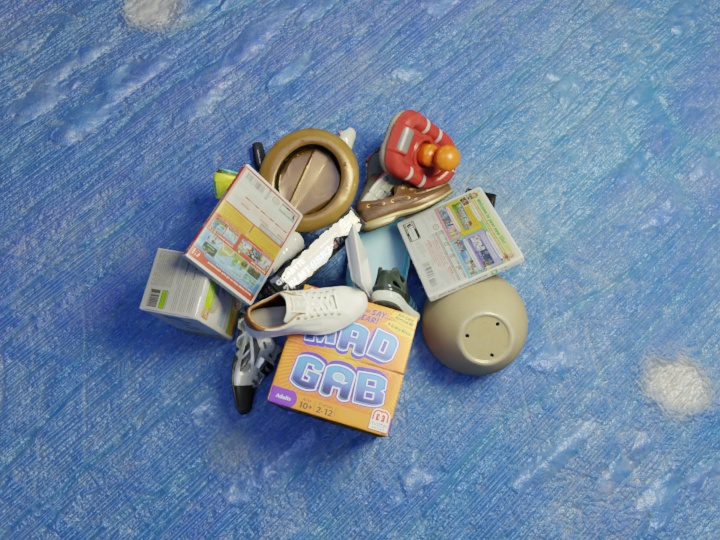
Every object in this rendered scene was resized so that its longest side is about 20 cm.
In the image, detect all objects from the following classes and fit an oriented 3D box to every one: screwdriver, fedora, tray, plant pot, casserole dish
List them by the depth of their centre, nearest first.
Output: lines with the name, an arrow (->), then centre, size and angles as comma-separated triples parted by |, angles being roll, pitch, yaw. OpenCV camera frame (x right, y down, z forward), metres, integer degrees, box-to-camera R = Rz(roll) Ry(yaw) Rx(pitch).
tray -> 0.000, 0.000, 0.975 | 0.022, 0.200, 0.108 | -12, 74, 4
plant pot -> 0.216, 0.107, 1.010 | 0.199, 0.134, 0.201 | 0, 98, 1
fedora -> -0.098, -0.171, 1.081 | 0.200, 0.082, 0.202 | 0, 89, 1
casserole dish -> 0.039, -0.025, 1.125 | 0.121, 0.039, 0.201 | 11, 74, 1
screwdriver -> -0.203, -0.175, 1.165 | 0.029, 0.028, 0.201 | 0, 75, -33

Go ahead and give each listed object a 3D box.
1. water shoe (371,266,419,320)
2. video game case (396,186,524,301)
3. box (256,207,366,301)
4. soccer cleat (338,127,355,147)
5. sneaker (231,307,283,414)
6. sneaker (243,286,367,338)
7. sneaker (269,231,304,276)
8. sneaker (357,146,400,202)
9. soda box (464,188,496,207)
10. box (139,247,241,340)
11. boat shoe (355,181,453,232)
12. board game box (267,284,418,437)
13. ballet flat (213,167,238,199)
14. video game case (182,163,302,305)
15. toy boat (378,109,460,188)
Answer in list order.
water shoe -> 0.072, 0.047, 1.022 | 0.071, 0.200, 0.079 | 4, 76, 14
video game case -> 0.180, -0.054, 1.045 | 0.182, 0.022, 0.200 | -24, 48, 5
box -> -0.096, -0.015, 1.023 | 0.050, 0.200, 0.198 | 47, 72, -5
soccer cleat -> -0.053, -0.203, 1.160 | 0.077, 0.069, 0.200 | 30, 83, 1
sneaker -> -0.191, 0.168, 1.045 | 0.088, 0.074, 0.201 | 3, 75, 1
sneaker -> -0.081, 0.064, 0.864 | 0.199, 0.085, 0.073 | -13, 73, -11
sneaker -> -0.221, -0.054, 1.067 | 0.199, 0.074, 0.116 | 19, 45, 25
sneaker -> 0.041, -0.203, 1.170 | 0.082, 0.077, 0.200 | 24, 74, 33
soda box -> 0.223, -0.059, 1.124 | 0.063, 0.071, 0.201 | 11, 75, 0
box -> -0.294, 0.049, 1.006 | 0.101, 0.200, 0.113 | 9, 73, 8
boat shoe -> 0.085, -0.139, 1.094 | 0.199, 0.072, 0.068 | -22, 93, -4
board game box -> -0.029, 0.168, 0.984 | 0.199, 0.200, 0.201 | 16, 74, 2
ballet flat -> -0.205, -0.157, 1.107 | 0.067, 0.200, 0.067 | 13, 98, 43
video game case -> -0.195, -0.062, 0.955 | 0.143, 0.017, 0.200 | 43, 59, -30
toy boat -> 0.138, -0.227, 1.098 | 0.130, 0.200, 0.131 | 22, 95, 36
